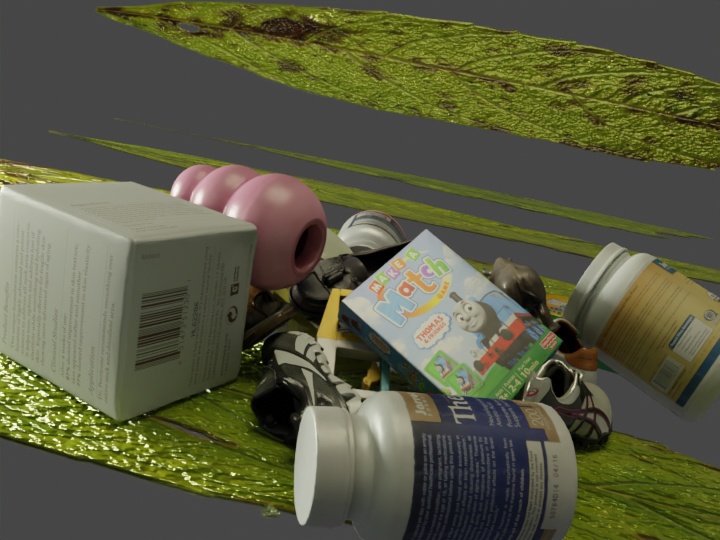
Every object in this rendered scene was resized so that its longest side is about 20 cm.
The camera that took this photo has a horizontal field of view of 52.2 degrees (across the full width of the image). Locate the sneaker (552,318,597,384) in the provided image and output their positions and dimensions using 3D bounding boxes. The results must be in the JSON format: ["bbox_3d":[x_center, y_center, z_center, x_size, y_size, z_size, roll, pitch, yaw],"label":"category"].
[{"bbox_3d":[0.238,0.092,0.948,0.071,0.087,0.199,0,17,-26],"label":"sneaker"}]

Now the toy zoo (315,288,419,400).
[{"bbox_3d":[0.029,0.087,0.795,0.194,0.021,0.134,8,53,-5],"label":"toy zoo"}]

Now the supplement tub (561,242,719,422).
[{"bbox_3d":[0.365,0.072,0.908,0.199,0.147,0.143,37,26,25],"label":"supplement tub"}]

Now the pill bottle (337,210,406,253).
[{"bbox_3d":[0.009,-0.014,1.103,0.116,0.123,0.200,11,15,4],"label":"pill bottle"}]

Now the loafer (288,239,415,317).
[{"bbox_3d":[0.000,0.000,0.893,0.197,0.064,0.072,-14,56,-40],"label":"loafer"}]

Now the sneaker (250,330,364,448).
[{"bbox_3d":[-0.070,0.110,0.704,0.088,0.068,0.199,3,19,-30],"label":"sneaker"}]

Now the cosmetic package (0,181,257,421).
[{"bbox_3d":[-0.234,0.016,0.733,0.196,0.172,0.165,19,17,29],"label":"cosmetic package"}]

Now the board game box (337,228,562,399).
[{"bbox_3d":[0.095,0.063,0.788,0.199,0.037,0.151,40,57,19],"label":"board game box"}]

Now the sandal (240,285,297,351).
[{"bbox_3d":[-0.125,0.041,0.845,0.081,0.055,0.200,-35,15,-5],"label":"sandal"}]

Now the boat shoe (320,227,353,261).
[{"bbox_3d":[-0.028,0.008,0.969,0.201,0.061,0.072,41,31,10],"label":"boat shoe"}]

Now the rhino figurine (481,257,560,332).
[{"bbox_3d":[0.197,0.026,0.944,0.059,0.089,0.200,-25,6,3],"label":"rhino figurine"}]

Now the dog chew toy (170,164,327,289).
[{"bbox_3d":[-0.135,-0.060,0.826,0.197,0.128,0.124,24,19,25],"label":"dog chew toy"}]

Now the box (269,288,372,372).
[{"bbox_3d":[-0.060,0.062,0.912,0.074,0.051,0.199,0,18,-30],"label":"box"}]

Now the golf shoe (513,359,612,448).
[{"bbox_3d":[0.219,0.137,0.766,0.076,0.091,0.198,19,16,34],"label":"golf shoe"}]

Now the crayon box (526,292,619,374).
[{"bbox_3d":[0.309,0.085,1.067,0.195,0.060,0.119,15,16,16],"label":"crayon box"}]

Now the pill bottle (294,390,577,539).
[{"bbox_3d":[0.053,0.150,0.554,0.195,0.114,0.111,6,15,-15],"label":"pill bottle"}]
